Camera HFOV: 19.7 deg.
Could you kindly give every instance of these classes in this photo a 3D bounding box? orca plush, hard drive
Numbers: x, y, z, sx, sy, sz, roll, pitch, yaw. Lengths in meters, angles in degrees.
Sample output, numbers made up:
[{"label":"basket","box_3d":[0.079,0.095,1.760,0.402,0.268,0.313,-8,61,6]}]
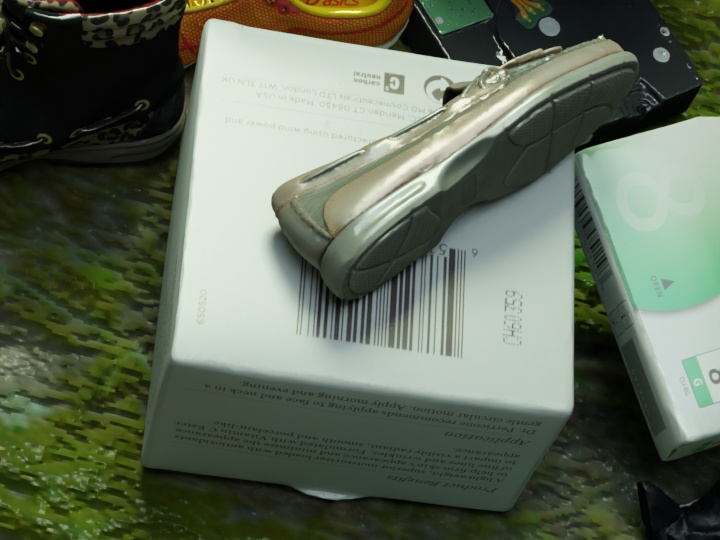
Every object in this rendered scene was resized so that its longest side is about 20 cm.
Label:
[{"label":"orca plush","box_3d":[0.238,0.088,1.096,0.199,0.071,0.106,-13,66,-19]},{"label":"hard drive","box_3d":[0.091,-0.157,1.214,0.139,0.038,0.201,-23,70,-23]}]

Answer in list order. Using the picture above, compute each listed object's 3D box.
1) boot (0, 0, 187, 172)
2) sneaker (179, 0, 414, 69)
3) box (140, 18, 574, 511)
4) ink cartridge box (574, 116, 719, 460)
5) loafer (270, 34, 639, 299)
[{"label":"boot","box_3d":[-0.179,-0.110,1.061,0.199,0.151,0.074,-2,63,-14]},{"label":"sneaker","box_3d":[-0.070,-0.157,1.151,0.199,0.077,0.073,-7,65,-5]},{"label":"box","box_3d":[0.000,0.000,1.054,0.198,0.131,0.201,8,60,-9]},{"label":"ink cartridge box","box_3d":[0.222,-0.007,1.082,0.199,0.050,0.162,-16,76,-13]},{"label":"loafer","box_3d":[0.046,-0.065,0.987,0.200,0.072,0.063,-35,67,-24]}]
